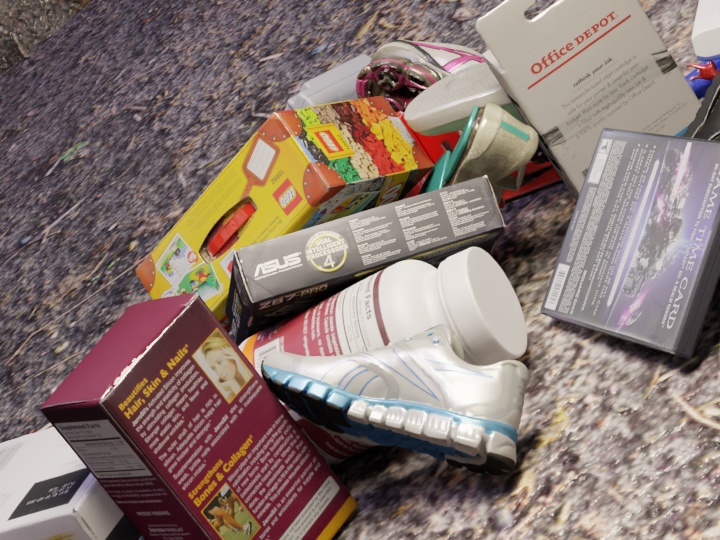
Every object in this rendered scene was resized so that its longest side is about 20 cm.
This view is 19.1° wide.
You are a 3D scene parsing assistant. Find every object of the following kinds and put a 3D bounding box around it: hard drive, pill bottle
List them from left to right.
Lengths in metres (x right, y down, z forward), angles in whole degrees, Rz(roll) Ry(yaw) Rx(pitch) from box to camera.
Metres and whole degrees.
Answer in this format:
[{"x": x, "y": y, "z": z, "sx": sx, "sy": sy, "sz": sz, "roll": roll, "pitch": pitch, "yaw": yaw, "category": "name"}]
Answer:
[{"x": 0.015, "y": 0.063, "z": 1.541, "sx": 0.199, "sy": 0.113, "sz": 0.113, "roll": -26, "pitch": 22, "yaw": 23, "category": "pill bottle"}, {"x": 0.330, "y": -0.213, "z": 1.681, "sx": 0.131, "sy": 0.026, "sz": 0.200, "roll": -15, "pitch": 15, "yaw": 16, "category": "hard drive"}]

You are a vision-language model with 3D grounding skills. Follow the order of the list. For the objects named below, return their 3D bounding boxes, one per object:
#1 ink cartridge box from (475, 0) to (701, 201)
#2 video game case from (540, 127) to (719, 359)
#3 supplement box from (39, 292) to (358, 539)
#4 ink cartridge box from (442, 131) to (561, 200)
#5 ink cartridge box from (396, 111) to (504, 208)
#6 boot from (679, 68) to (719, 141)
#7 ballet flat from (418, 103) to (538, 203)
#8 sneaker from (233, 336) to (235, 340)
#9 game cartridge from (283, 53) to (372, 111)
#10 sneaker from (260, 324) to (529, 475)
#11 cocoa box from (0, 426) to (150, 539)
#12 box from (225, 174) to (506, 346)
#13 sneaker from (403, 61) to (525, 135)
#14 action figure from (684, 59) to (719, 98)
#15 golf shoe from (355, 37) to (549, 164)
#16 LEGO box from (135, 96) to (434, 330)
[{"x": 0.174, "y": -0.143, "z": 1.610, "sx": 0.116, "sy": 0.201, "sz": 0.068, "roll": -35, "pitch": 20, "yaw": 1, "category": "ink cartridge box"}, {"x": 0.195, "y": -0.023, "z": 1.466, "sx": 0.200, "sy": 0.019, "sz": 0.144, "roll": 18, "pitch": 89, "yaw": 67, "category": "video game case"}, {"x": -0.109, "y": 0.128, "z": 1.467, "sx": 0.085, "sy": 0.200, "sz": 0.110, "roll": -10, "pitch": 32, "yaw": 51, "category": "supplement box"}, {"x": 0.150, "y": -0.127, "z": 1.847, "sx": 0.199, "sy": 0.044, "sz": 0.174, "roll": -21, "pitch": 24, "yaw": 36, "category": "ink cartridge box"}, {"x": 0.010, "y": -0.056, "z": 1.807, "sx": 0.199, "sy": 0.116, "sz": 0.067, "roll": -18, "pitch": 26, "yaw": 41, "category": "ink cartridge box"}, {"x": 0.288, "y": -0.086, "z": 1.489, "sx": 0.198, "sy": 0.073, "sz": 0.162, "roll": -48, "pitch": 20, "yaw": -11, "category": "boot"}, {"x": 0.089, "y": -0.068, "z": 1.656, "sx": 0.200, "sy": 0.062, "sz": 0.068, "roll": 125, "pitch": 164, "yaw": -70, "category": "ballet flat"}, {"x": -0.079, "y": 0.100, "z": 1.675, "sx": 0.200, "sy": 0.075, "sz": 0.084, "roll": -54, "pitch": 24, "yaw": -18, "category": "sneaker"}, {"x": -0.047, "y": -0.101, "z": 1.946, "sx": 0.133, "sy": 0.041, "sz": 0.201, "roll": -38, "pitch": -20, "yaw": -50, "category": "game cartridge"}, {"x": 0.027, "y": 0.075, "z": 1.451, "sx": 0.199, "sy": 0.075, "sz": 0.087, "roll": 13, "pitch": 71, "yaw": 25, "category": "sneaker"}, {"x": -0.206, "y": 0.199, "z": 1.567, "sx": 0.199, "sy": 0.132, "sz": 0.134, "roll": -19, "pitch": 26, "yaw": 39, "category": "cocoa box"}, {"x": 0.000, "y": 0.000, "z": 1.611, "sx": 0.199, "sy": 0.049, "sz": 0.161, "roll": -17, "pitch": -12, "yaw": -10, "category": "box"}, {"x": 0.140, "y": -0.109, "z": 1.692, "sx": 0.199, "sy": 0.119, "sz": 0.074, "roll": -14, "pitch": 25, "yaw": 5, "category": "sneaker"}, {"x": 0.292, "y": -0.160, "z": 1.688, "sx": 0.199, "sy": 0.052, "sz": 0.065, "roll": -15, "pitch": 23, "yaw": 40, "category": "action figure"}, {"x": 0.101, "y": -0.153, "z": 1.785, "sx": 0.199, "sy": 0.073, "sz": 0.092, "roll": 19, "pitch": 41, "yaw": 16, "category": "golf shoe"}, {"x": -0.060, "y": -0.042, "z": 1.696, "sx": 0.200, "sy": 0.077, "sz": 0.149, "roll": -46, "pitch": -18, "yaw": 33, "category": "LEGO box"}]
